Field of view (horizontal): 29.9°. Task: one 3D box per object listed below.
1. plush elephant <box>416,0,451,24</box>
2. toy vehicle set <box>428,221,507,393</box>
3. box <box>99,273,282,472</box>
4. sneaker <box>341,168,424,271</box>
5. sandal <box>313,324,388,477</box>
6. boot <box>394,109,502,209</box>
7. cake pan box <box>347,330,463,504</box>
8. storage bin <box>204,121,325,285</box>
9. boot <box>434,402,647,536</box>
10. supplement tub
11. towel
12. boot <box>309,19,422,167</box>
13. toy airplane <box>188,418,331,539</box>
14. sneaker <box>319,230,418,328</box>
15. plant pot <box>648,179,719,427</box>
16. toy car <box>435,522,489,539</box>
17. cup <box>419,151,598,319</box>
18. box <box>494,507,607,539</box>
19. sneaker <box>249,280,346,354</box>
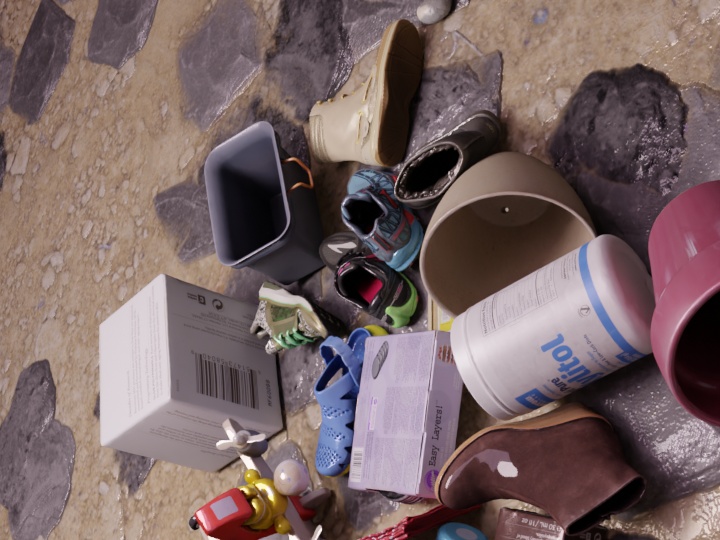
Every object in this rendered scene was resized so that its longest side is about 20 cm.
[{"bbox_3d":[0.093,-0.458,1.760,0.164,0.154,0.202,-23,60,43],"label":"plush elephant"},{"bbox_3d":[0.133,0.043,1.620,0.124,0.026,0.202,-20,61,44],"label":"toy vehicle set"},{"bbox_3d":[-0.240,0.148,1.886,0.171,0.198,0.202,-35,49,36],"label":"box"},{"bbox_3d":[0.016,-0.086,1.745,0.080,0.095,0.200,-51,34,15],"label":"sneaker"},{"bbox_3d":[-0.028,0.162,1.720,0.079,0.087,0.203,6,82,48],"label":"sandal"},{"bbox_3d":[0.085,-0.113,1.614,0.182,0.072,0.200,-46,4,30],"label":"boot"},{"bbox_3d":[0.053,0.175,1.608,0.184,0.052,0.203,163,116,-64],"label":"cake pan box"},{"bbox_3d":[-0.114,-0.086,1.873,0.145,0.134,0.202,-28,55,22],"label":"storage bin"},{"bbox_3d":[0.180,0.219,1.388,0.199,0.073,0.167,-29,26,1],"label":"boot"},{"bbox_3d":[0.209,0.061,1.421,0.199,0.131,0.133,-32,53,28],"label":"supplement tub"},{"bbox_3d":[0.032,0.303,1.550,0.199,0.144,0.023,-30,76,40],"label":"towel"},{"bbox_3d":[0.004,-0.241,1.848,0.154,0.072,0.203,4,84,48],"label":"boot"},{"bbox_3d":[-0.101,0.288,1.673,0.141,0.199,0.200,-51,15,28],"label":"toy airplane"},{"bbox_3d":[0.000,0.000,1.750,0.200,0.083,0.077,40,106,49],"label":"sneaker"},{"bbox_3d":[0.355,0.016,1.255,0.200,0.199,0.180,-49,28,25],"label":"plant pot"},{"bbox_3d":[0.020,0.363,1.448,0.177,0.198,0.186,-57,-17,-75],"label":"toy car"},{"bbox_3d":[0.168,-0.050,1.511,0.200,0.199,0.144,-40,26,32],"label":"cup"},{"bbox_3d":[0.183,0.356,1.404,0.100,0.074,0.203,0,78,49],"label":"box"},{"bbox_3d":[-0.089,0.081,1.825,0.199,0.077,0.089,21,81,59],"label":"sneaker"}]
